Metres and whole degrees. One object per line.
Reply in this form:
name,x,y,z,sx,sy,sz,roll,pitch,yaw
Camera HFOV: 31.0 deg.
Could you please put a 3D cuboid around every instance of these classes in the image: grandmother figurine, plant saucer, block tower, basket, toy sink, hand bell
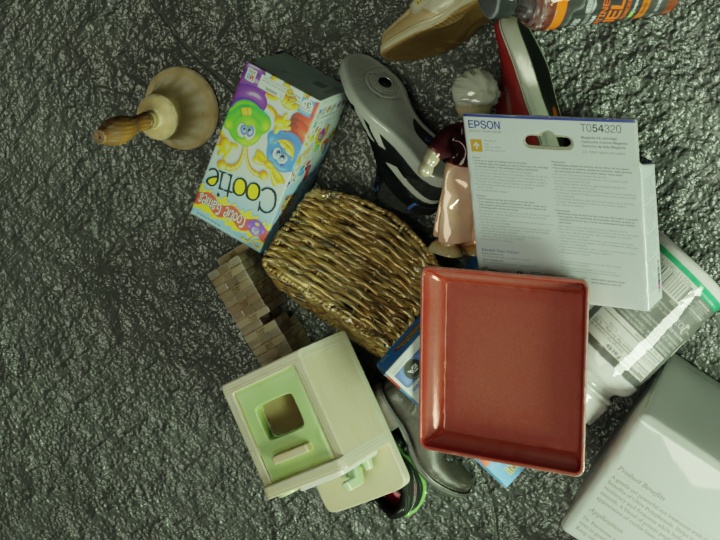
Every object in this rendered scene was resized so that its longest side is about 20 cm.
grandmother figurine,0.113,-0.117,1.398,0.060,0.121,0.202,21,110,46
plant saucer,0.154,0.100,1.360,0.199,0.037,0.202,5,99,35
block tower,-0.116,0.064,1.626,0.054,0.058,0.201,-29,93,26
basket,0.000,0.000,1.558,0.199,0.149,0.143,32,82,10
toy sink,-0.054,0.194,1.528,0.130,0.112,0.201,-25,87,33
hand bell,-0.256,-0.173,1.527,0.103,0.200,0.105,6,109,19

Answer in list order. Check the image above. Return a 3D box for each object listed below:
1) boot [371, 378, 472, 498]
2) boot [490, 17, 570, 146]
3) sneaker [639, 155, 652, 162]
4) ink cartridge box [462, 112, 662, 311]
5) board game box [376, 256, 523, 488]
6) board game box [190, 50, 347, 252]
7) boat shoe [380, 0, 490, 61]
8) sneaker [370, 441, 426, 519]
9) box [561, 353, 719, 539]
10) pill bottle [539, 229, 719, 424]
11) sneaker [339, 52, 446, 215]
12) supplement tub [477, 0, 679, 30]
boot,0.123,0.162,1.557,0.174,0.069,0.200,-36,104,15
boot,0.146,-0.174,1.444,0.143,0.072,0.201,-12,105,26
sneaker,0.280,-0.037,1.431,0.085,0.077,0.201,9,111,11
ink cartridge box,0.205,-0.066,1.320,0.195,0.043,0.201,8,114,35
board game box,0.156,0.103,1.459,0.196,0.056,0.200,44,88,-12
board game box,-0.106,-0.141,1.531,0.103,0.105,0.201,29,113,12
boat shoe,0.099,-0.296,1.427,0.199,0.073,0.070,-24,69,37
sneaker,0.003,0.225,1.613,0.200,0.084,0.077,45,116,3
box,0.360,0.233,1.411,0.198,0.200,0.172,33,117,10
pill bottle,0.281,0.061,1.385,0.113,0.113,0.200,45,97,3
sneaker,0.026,-0.145,1.498,0.200,0.073,0.112,54,145,19
supplement tub,0.218,-0.299,1.307,0.199,0.107,0.108,-9,105,-12
